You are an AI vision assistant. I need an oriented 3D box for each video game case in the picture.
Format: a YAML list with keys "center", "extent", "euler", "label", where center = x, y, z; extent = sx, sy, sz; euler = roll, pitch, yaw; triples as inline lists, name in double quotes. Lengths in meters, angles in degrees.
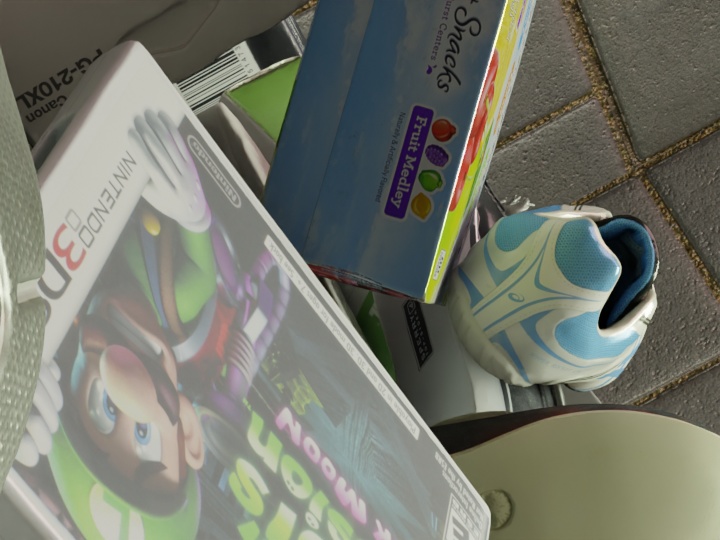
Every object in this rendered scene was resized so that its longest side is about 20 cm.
- center: [-0.032, 0.055, 0.493]
  extent: [0.200, 0.023, 0.182]
  euler: [54, 26, -21]
  label: "video game case"

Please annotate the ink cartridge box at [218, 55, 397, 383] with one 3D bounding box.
- center: [0.000, 0.000, 0.912]
  extent: [0.200, 0.059, 0.104]
  euler: [46, -41, 17]
  label: "ink cartridge box"

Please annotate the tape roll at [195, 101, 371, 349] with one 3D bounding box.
- center: [-0.042, 0.032, 0.783]
  extent: [0.203, 0.070, 0.202]
  euler: [62, 3, -5]
  label: "tape roll"

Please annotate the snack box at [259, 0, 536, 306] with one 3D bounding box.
- center: [0.023, -0.075, 0.670]
  extent: [0.200, 0.067, 0.170]
  euler: [7, 99, -86]
  label: "snack box"

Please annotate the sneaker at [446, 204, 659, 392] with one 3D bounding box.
- center: [0.094, 0.008, 0.726]
  extent: [0.072, 0.072, 0.200]
  euler: [65, 18, 7]
  label: "sneaker"

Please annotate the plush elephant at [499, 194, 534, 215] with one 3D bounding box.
- center: [0.033, 0.047, 1.160]
  extent: [0.165, 0.199, 0.156]
  euler: [-125, -158, -52]
  label: "plush elephant"

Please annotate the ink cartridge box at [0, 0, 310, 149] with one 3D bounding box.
- center: [-0.096, -0.148, 0.743]
  extent: [0.085, 0.144, 0.200]
  euler: [58, 5, -28]
  label: "ink cartridge box"

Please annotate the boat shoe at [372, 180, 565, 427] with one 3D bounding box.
- center: [0.053, 0.012, 0.809]
  extent: [0.067, 0.072, 0.201]
  euler: [11, 46, -26]
  label: "boat shoe"

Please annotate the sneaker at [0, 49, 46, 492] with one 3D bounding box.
- center: [-0.110, -0.034, 0.369]
  extent: [0.070, 0.080, 0.202]
  euler: [77, 6, -74]
  label: "sneaker"

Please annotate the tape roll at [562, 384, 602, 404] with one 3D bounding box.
- center: [0.105, 0.132, 0.988]
  extent: [0.201, 0.066, 0.200]
  euler: [56, -12, 18]
  label: "tape roll"

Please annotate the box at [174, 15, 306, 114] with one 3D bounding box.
- center: [-0.097, -0.146, 1.062]
  extent: [0.149, 0.104, 0.200]
  euler: [60, 3, -19]
  label: "box"

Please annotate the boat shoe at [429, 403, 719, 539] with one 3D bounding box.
- center: [0.046, 0.088, 0.680]
  extent: [0.063, 0.199, 0.072]
  euler: [-154, -124, -79]
  label: "boat shoe"
